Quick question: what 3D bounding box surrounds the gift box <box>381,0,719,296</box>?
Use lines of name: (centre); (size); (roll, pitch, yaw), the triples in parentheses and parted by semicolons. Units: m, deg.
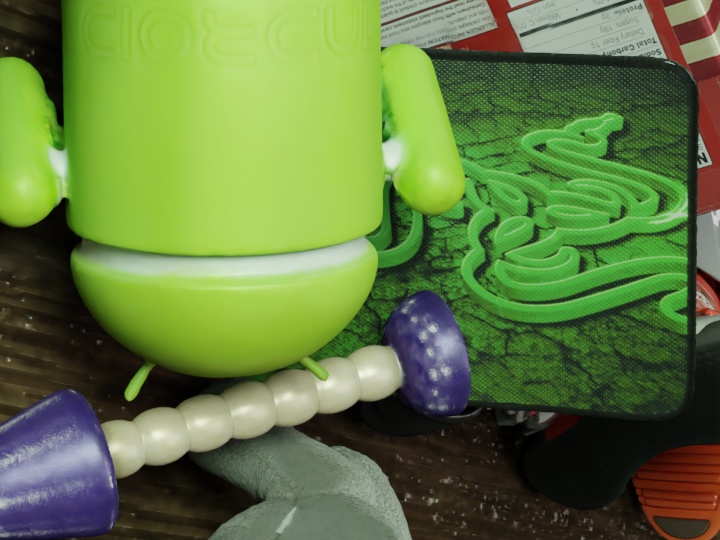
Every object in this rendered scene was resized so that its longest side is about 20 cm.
gift box: (0.083, -0.132, 1.044); (0.187, 0.183, 0.201); (-64, 136, -58)

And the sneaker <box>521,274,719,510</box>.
sneaker: (0.151, 0.033, 1.202); (0.067, 0.201, 0.108); (33, 56, -12)

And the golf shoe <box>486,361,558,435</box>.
golf shoe: (0.095, 0.028, 1.141); (0.200, 0.087, 0.078); (-14, 84, -84)

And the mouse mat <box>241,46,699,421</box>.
mouse mat: (0.034, -0.014, 1.008); (0.008, 0.198, 0.162); (-69, 159, -59)

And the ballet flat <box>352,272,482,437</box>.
ballet flat: (0.000, 0.000, 1.079); (0.200, 0.068, 0.068); (52, 56, -42)

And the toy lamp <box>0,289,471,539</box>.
toy lamp: (-0.055, 0.058, 0.969); (0.199, 0.058, 0.059); (-15, 108, -22)

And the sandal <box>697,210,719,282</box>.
sandal: (0.157, -0.050, 1.250); (0.206, 0.059, 0.080); (26, 99, -14)

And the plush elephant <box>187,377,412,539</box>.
plush elephant: (-0.020, 0.163, 1.009); (0.165, 0.199, 0.156); (-52, 151, -46)

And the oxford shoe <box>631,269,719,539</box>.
oxford shoe: (0.180, 0.041, 1.328); (0.072, 0.071, 0.202); (-5, 98, -58)

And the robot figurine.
robot figurine: (-0.049, -0.053, 0.917); (0.174, 0.116, 0.202); (-3, 104, -13)
